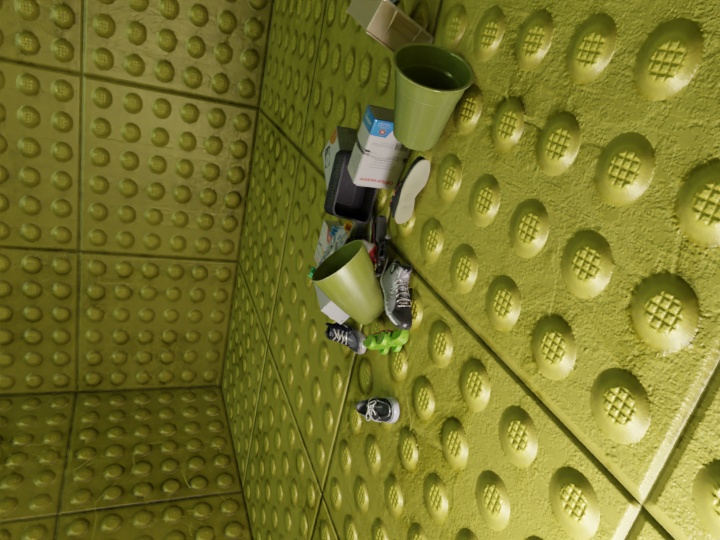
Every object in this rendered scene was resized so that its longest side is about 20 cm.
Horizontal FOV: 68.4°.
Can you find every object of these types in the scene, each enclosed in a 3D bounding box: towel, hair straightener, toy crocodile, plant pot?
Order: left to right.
[{"bbox_3d":[-0.015,0.050,1.553,0.203,0.186,0.186,55,162,-17],"label":"plant pot"},{"bbox_3d":[0.001,-0.112,1.746,0.199,0.022,0.150,-167,80,-65],"label":"towel"},{"bbox_3d":[0.058,-0.076,1.543,0.077,0.040,0.206,123,158,-57],"label":"hair straightener"},{"bbox_3d":[0.068,0.198,1.511,0.199,0.066,0.064,-27,44,60],"label":"toy crocodile"},{"bbox_3d":[0.152,-0.406,1.281,0.193,0.193,0.205,105,155,-49],"label":"plant pot"}]

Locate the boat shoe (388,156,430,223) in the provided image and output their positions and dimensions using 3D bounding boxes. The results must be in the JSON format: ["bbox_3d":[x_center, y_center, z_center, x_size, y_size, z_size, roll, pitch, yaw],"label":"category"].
[{"bbox_3d":[0.126,-0.222,1.417,0.064,0.071,0.205,62,147,35],"label":"boat shoe"}]

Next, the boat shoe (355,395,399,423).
[{"bbox_3d":[0.045,0.399,1.533,0.198,0.066,0.077,169,103,-65],"label":"boat shoe"}]

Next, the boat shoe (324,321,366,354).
[{"bbox_3d":[-0.054,0.223,1.747,0.199,0.090,0.078,-156,72,-64],"label":"boat shoe"}]

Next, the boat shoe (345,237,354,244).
[{"bbox_3d":[-0.027,-0.004,1.731,0.070,0.068,0.208,-114,19,-77],"label":"boat shoe"}]

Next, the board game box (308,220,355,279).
[{"bbox_3d":[-0.100,-0.065,1.734,0.205,0.025,0.199,-64,16,-9],"label":"board game box"}]

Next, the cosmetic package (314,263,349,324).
[{"bbox_3d":[-0.092,0.068,1.795,0.084,0.107,0.203,-40,41,16],"label":"cosmetic package"}]

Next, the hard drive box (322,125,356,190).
[{"bbox_3d":[-0.067,-0.373,1.864,0.156,0.074,0.207,132,135,-55],"label":"hard drive box"}]

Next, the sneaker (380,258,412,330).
[{"bbox_3d":[0.109,0.050,1.429,0.117,0.073,0.204,-62,34,39],"label":"sneaker"}]

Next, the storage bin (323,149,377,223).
[{"bbox_3d":[-0.025,-0.263,1.661,0.093,0.131,0.207,25,103,64],"label":"storage bin"}]

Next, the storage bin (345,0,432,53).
[{"bbox_3d":[0.080,-0.667,1.437,0.095,0.194,0.202,-52,38,22],"label":"storage bin"}]

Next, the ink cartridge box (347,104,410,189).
[{"bbox_3d":[0.060,-0.343,1.494,0.204,0.141,0.086,-66,33,37],"label":"ink cartridge box"}]

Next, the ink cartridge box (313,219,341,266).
[{"bbox_3d":[-0.116,-0.065,1.947,0.118,0.065,0.205,-120,40,-50],"label":"ink cartridge box"}]

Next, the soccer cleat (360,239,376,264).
[{"bbox_3d":[0.000,0.000,1.656,0.084,0.068,0.205,34,120,24],"label":"soccer cleat"}]
